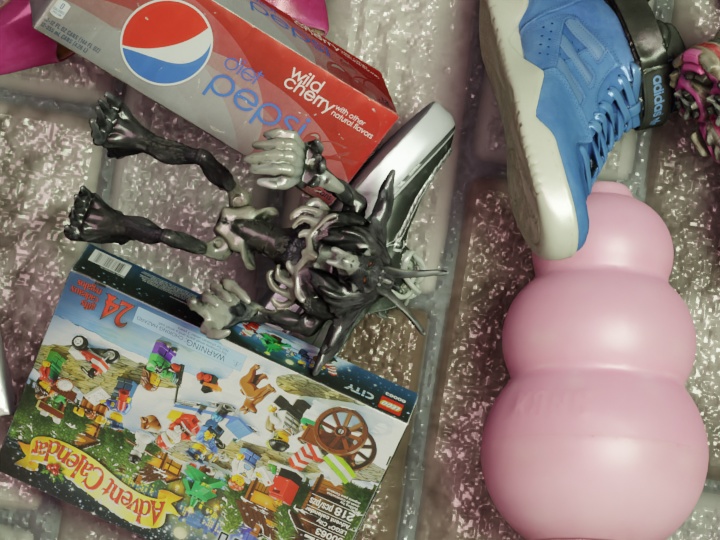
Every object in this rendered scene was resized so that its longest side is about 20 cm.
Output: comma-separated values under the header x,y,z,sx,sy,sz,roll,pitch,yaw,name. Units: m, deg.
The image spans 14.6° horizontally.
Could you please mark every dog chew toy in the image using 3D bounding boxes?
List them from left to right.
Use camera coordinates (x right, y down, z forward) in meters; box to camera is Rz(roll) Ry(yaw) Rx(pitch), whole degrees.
x,y,z,sx,sy,sz,roll,pitch,yaw,name
0.130,0.051,1.540,0.124,0.125,0.201,4,79,-1,dog chew toy

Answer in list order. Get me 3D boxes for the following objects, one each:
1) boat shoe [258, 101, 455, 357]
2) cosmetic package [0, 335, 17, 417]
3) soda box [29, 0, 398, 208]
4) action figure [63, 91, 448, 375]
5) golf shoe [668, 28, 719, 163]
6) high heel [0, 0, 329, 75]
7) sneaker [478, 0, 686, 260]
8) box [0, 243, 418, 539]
x,y,z,sx,sy,sz,roll,pitch,yaw,name
0.000,0.000,1.561,0.068,0.074,0.200,37,89,-5,boat shoe
-0.253,-0.008,1.567,0.082,0.051,0.201,-14,87,-3,cosmetic package
-0.079,-0.119,1.530,0.200,0.063,0.070,31,108,-23,soda box
-0.057,-0.018,1.483,0.199,0.102,0.119,20,92,10,action figure
0.243,-0.049,1.548,0.092,0.073,0.200,-31,117,-21,golf shoe
-0.119,-0.133,1.571,0.200,0.067,0.096,-26,76,-16,high heel
0.132,-0.089,1.531,0.111,0.077,0.200,-4,43,-4,sneaker
-0.086,0.088,1.540,0.200,0.038,0.137,24,116,1,box
